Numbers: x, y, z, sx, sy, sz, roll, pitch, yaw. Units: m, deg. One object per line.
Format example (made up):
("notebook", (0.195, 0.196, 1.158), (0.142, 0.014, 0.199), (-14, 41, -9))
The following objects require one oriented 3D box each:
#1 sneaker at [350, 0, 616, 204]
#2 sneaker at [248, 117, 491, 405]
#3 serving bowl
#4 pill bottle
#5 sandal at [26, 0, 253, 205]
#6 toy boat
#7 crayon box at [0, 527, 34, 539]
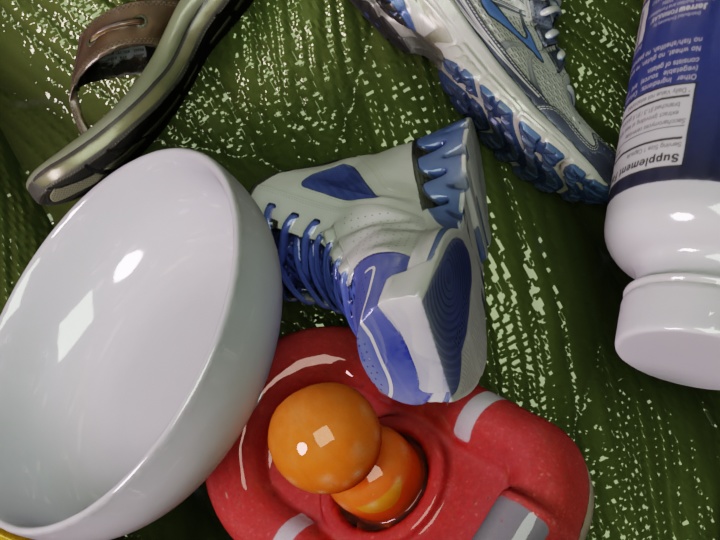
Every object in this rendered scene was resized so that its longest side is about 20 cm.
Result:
("sneaker", (0.075, -0.122, 1.004), (0.085, 0.077, 0.200), (-41, 85, -8))
("sneaker", (0.000, 0.000, 0.954), (0.115, 0.200, 0.081), (-9, 118, 13))
("serving bowl", (-0.103, 0.043, 0.950), (0.066, 0.200, 0.201), (31, 83, -34))
("pill bottle", (0.179, -0.049, 0.955), (0.111, 0.111, 0.201), (12, 71, 2))
("sandal", (-0.109, -0.115, 1.006), (0.057, 0.080, 0.201), (34, 76, 0))
("toy boat", (0.002, 0.092, 0.923), (0.200, 0.131, 0.131), (26, 78, 40))
("crayon box", (-0.170, 0.184, 0.967), (0.199, 0.051, 0.127), (23, 103, 4))
